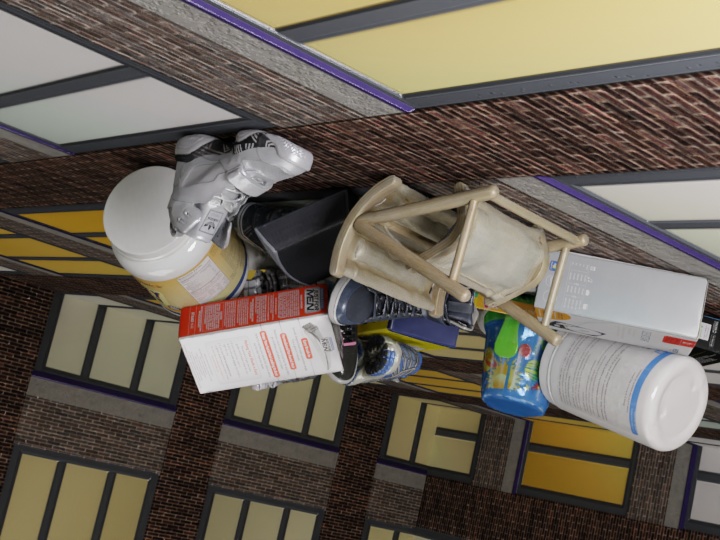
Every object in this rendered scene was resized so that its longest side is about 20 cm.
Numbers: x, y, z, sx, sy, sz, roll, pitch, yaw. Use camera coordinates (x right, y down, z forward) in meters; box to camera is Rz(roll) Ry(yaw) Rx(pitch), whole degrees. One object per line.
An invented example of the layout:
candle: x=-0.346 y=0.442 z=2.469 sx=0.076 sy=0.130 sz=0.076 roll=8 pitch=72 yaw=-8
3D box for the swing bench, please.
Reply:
swing bench: x=0.109 y=-0.016 z=1.372 sx=0.199 sy=0.131 sz=0.198 roll=12 pitch=173 yaw=42

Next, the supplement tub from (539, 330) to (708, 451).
supplement tub: x=0.355 y=0.153 z=1.675 sx=0.131 sy=0.133 sz=0.199 roll=21 pitch=180 yaw=-41

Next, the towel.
towel: x=-0.112 y=0.083 z=1.782 sx=0.085 sy=0.167 sz=0.200 roll=-6 pitch=176 yaw=2

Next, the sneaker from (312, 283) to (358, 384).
sneaker: x=-0.027 y=0.064 z=1.843 sx=0.070 sy=0.202 sz=0.099 roll=0 pitch=166 yaw=-23

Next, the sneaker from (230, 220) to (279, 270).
sneaker: x=-0.127 y=-0.031 z=1.794 sx=0.088 sy=0.076 sz=0.200 roll=2 pitch=176 yaw=30

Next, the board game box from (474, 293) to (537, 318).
board game box: x=0.234 y=0.043 z=1.731 sx=0.198 sy=0.030 sz=0.096 roll=14 pitch=-164 yaw=10

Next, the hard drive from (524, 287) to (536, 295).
hard drive: x=0.169 y=-0.007 z=1.630 sx=0.131 sy=0.026 sz=0.200 roll=11 pitch=170 yaw=10

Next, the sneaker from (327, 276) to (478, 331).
sneaker: x=0.066 y=0.037 z=1.580 sx=0.146 sy=0.078 sz=0.202 roll=18 pitch=-156 yaw=37

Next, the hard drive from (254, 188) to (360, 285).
hard drive: x=-0.046 y=-0.035 z=1.530 sx=0.134 sy=0.043 sz=0.200 roll=-23 pitch=163 yaw=5

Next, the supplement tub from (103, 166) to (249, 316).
supplement tub: x=-0.239 y=-0.036 z=1.614 sx=0.143 sy=0.145 sz=0.200 roll=10 pitch=159 yaw=19

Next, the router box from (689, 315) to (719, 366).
router box: x=0.437 y=0.093 z=1.767 sx=0.148 sy=0.051 sz=0.200 roll=16 pitch=170 yaw=-3

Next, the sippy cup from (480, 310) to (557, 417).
sippy cup: x=0.232 y=0.137 z=1.784 sx=0.177 sy=0.131 sz=0.139 roll=27 pitch=157 yaw=-28

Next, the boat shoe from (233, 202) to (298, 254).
boat shoe: x=-0.073 y=-0.033 z=1.666 sx=0.091 sy=0.071 sz=0.200 roll=8 pitch=168 yaw=47

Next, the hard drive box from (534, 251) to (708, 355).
hard drive box: x=0.324 y=0.041 z=1.549 sx=0.198 sy=0.077 sz=0.156 roll=11 pitch=171 yaw=13

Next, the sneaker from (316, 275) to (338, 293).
sneaker: x=0.000 y=0.000 z=1.702 sx=0.075 sy=0.087 sz=0.200 roll=31 pitch=-173 yaw=9

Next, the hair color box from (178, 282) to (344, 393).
hair color box: x=-0.128 y=0.090 z=1.626 sx=0.198 sy=0.064 sz=0.111 roll=-9 pitch=132 yaw=6

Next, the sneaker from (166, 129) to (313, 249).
sneaker: x=-0.134 y=-0.084 z=1.324 sx=0.199 sy=0.116 sz=0.075 roll=4 pitch=167 yaw=43

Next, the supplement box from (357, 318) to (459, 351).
supplement box: x=0.070 y=0.056 z=1.882 sx=0.108 sy=0.110 sz=0.200 roll=16 pitch=169 yaw=-17

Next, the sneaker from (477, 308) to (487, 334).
sneaker: x=0.277 y=0.087 z=1.890 sx=0.198 sy=0.079 sz=0.099 roll=12 pitch=167 yaw=3

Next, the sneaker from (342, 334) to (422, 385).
sneaker: x=0.031 y=0.145 z=1.895 sx=0.085 sy=0.078 sz=0.200 roll=12 pitch=172 yaw=-22
